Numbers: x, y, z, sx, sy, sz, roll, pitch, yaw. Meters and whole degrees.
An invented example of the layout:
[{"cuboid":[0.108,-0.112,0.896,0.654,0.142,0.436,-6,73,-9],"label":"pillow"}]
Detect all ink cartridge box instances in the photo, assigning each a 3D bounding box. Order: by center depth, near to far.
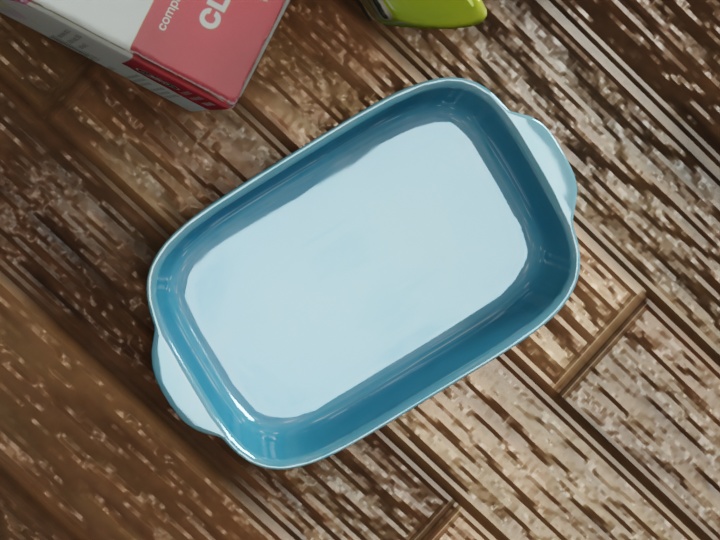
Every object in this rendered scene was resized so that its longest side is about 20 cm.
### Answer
[{"cuboid":[-0.128,-0.144,1.042,0.200,0.146,0.083,27,89,-10],"label":"ink cartridge box"}]

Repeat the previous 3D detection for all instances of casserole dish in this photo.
[{"cuboid":[0.000,0.000,1.130,0.200,0.039,0.121,-31,99,-4],"label":"casserole dish"}]

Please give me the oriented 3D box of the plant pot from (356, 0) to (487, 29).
[{"cuboid":[0.048,-0.205,1.043,0.181,0.200,0.199,-32,97,1],"label":"plant pot"}]
